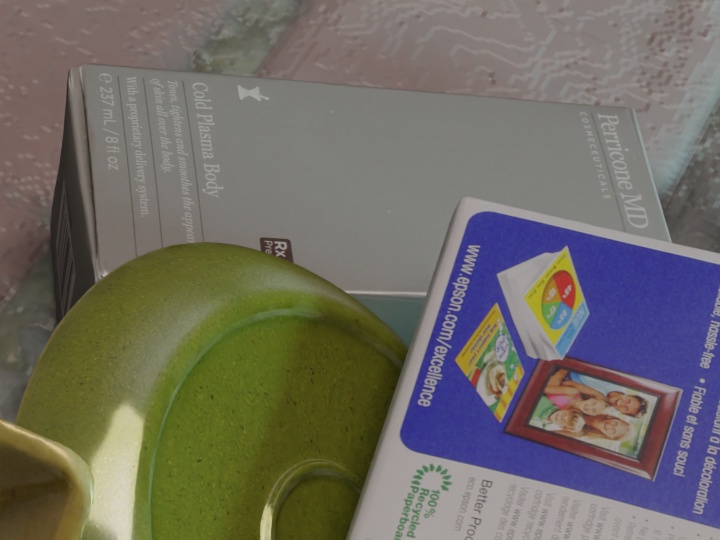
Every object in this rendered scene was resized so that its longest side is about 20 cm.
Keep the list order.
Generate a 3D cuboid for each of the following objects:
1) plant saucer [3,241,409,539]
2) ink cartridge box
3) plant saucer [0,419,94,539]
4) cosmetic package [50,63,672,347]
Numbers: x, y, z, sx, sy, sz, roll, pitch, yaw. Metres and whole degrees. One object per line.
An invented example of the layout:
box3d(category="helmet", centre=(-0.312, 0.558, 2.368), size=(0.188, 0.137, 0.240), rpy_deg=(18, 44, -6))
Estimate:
box3d(category="plant saucer", centre=(-0.018, 0.085, 0.846), size=(0.200, 0.031, 0.200), rpy_deg=(22, 59, -43))
box3d(category="ink cartridge box", centre=(0.098, 0.082, 0.823), size=(0.200, 0.047, 0.198), rpy_deg=(14, 52, 8))
box3d(category="plant saucer", centre=(-0.189, 0.101, 0.779), size=(0.200, 0.200, 0.048), rpy_deg=(22, 8, 4))
box3d(category="cosmetic package", centre=(0.000, 0.000, 0.977), size=(0.200, 0.090, 0.107), rpy_deg=(0, 45, -13))
